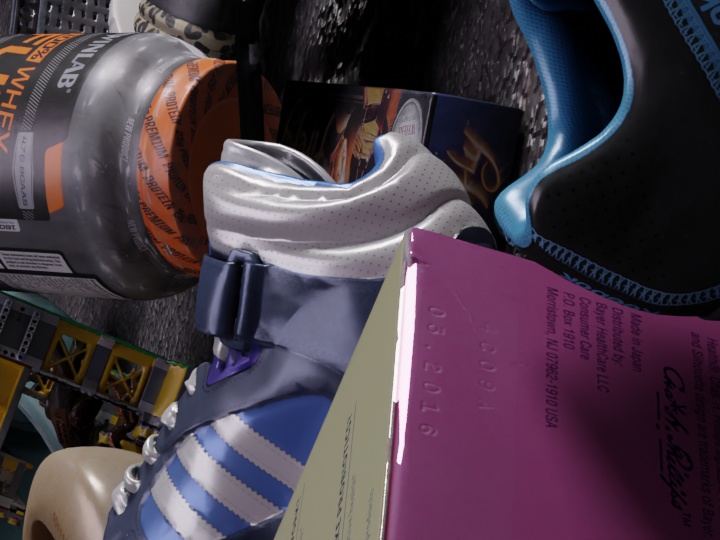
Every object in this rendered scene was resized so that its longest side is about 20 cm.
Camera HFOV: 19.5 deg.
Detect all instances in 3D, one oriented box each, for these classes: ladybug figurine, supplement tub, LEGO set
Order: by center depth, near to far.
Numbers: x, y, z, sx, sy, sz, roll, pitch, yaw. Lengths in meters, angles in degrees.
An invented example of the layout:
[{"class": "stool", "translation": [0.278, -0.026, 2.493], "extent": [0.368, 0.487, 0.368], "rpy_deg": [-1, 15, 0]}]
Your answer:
[{"class": "ladybug figurine", "translation": [-0.102, 0.158, 0.933], "extent": [0.136, 0.071, 0.201], "rpy_deg": [56, 149, 37]}, {"class": "supplement tub", "translation": [-0.138, -0.050, 0.981], "extent": [0.198, 0.122, 0.124], "rpy_deg": [3, 82, 32]}, {"class": "LEGO set", "translation": [-0.153, 0.092, 1.039], "extent": [0.200, 0.153, 0.117], "rpy_deg": [-7, 61, 68]}]

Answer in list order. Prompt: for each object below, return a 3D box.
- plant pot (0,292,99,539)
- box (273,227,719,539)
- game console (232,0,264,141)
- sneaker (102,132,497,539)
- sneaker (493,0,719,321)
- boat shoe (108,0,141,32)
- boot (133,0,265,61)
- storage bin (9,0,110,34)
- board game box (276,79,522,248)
[{"class": "plant pot", "translation": [-0.243, 0.091, 1.323], "extent": [0.134, 0.199, 0.201], "rpy_deg": [-58, -8, -52]}, {"class": "box", "translation": [0.019, 0.129, 0.497], "extent": [0.177, 0.096, 0.201], "rpy_deg": [-84, 13, -51]}, {"class": "game console", "translation": [-0.007, -0.146, 0.838], "extent": [0.175, 0.117, 0.201], "rpy_deg": [-32, 31, 14]}, {"class": "sneaker", "translation": [-0.033, 0.037, 0.665], "extent": [0.199, 0.080, 0.148], "rpy_deg": [-24, 74, 36]}, {"class": "sneaker", "translation": [0.078, -0.088, 0.487], "extent": [0.073, 0.081, 0.202], "rpy_deg": [138, 139, -67]}, {"class": "boat shoe", "translation": [-0.100, -0.082, 1.115], "extent": [0.069, 0.071, 0.201], "rpy_deg": [117, 146, -40]}, {"class": "boot", "translation": [-0.082, -0.185, 1.069], "extent": [0.204, 0.073, 0.155], "rpy_deg": [-129, 55, -64]}, {"class": "storage bin", "translation": [-0.167, -0.144, 1.313], "extent": [0.135, 0.093, 0.202], "rpy_deg": [139, 136, -65]}, {"class": "board game box", "translation": [0.000, 0.000, 0.783], "extent": [0.200, 0.034, 0.137], "rpy_deg": [-160, 79, -73]}]
